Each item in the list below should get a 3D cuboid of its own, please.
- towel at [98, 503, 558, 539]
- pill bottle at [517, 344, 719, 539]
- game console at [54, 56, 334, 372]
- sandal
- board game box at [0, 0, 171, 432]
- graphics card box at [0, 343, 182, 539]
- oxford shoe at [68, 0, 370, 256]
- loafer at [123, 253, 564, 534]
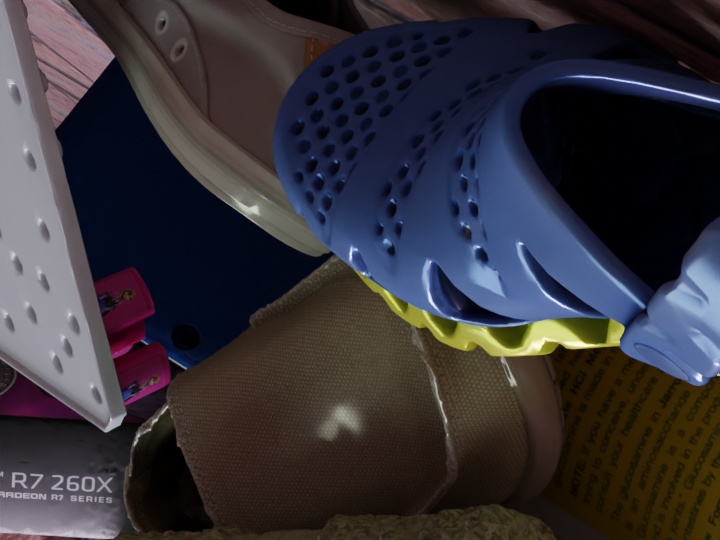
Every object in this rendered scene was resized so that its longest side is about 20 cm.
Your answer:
[{"bbox_3d":[0.029,0.125,0.723,0.148,0.037,0.200,-8,139,33],"label":"towel"},{"bbox_3d":[0.102,0.049,0.731,0.200,0.113,0.112,30,177,36],"label":"pill bottle"},{"bbox_3d":[0.000,0.000,0.912,0.200,0.119,0.171,32,177,5],"label":"game console"},{"bbox_3d":[0.053,-0.019,0.564,0.200,0.080,0.087,18,165,43],"label":"sandal"},{"bbox_3d":[-0.128,-0.076,0.779,0.200,0.026,0.201,28,136,51],"label":"board game box"},{"bbox_3d":[-0.125,0.029,0.884,0.199,0.051,0.126,5,-149,-5],"label":"graphics card box"},{"bbox_3d":[-0.040,-0.076,0.739,0.075,0.058,0.200,28,-165,-38],"label":"oxford shoe"},{"bbox_3d":[-0.009,0.044,0.719,0.076,0.068,0.200,66,155,11],"label":"loafer"}]
